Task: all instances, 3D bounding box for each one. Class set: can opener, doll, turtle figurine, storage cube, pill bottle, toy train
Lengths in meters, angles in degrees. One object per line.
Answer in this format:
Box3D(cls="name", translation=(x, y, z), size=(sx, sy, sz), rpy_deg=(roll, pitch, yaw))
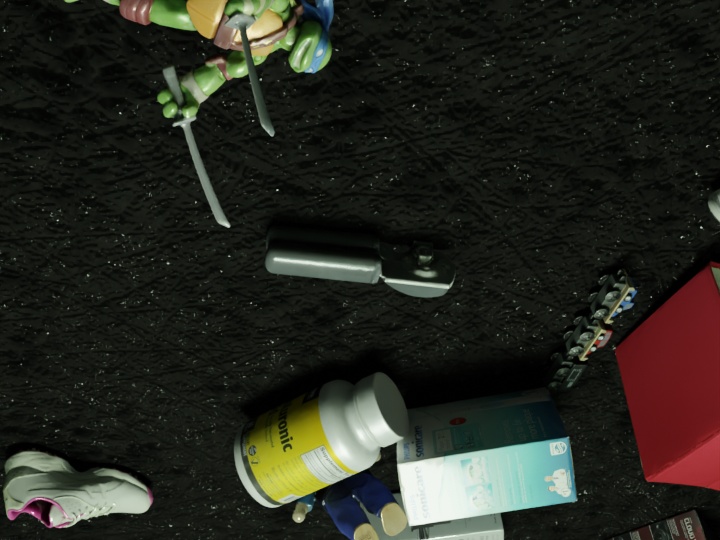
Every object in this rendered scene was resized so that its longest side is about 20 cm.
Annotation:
Box3D(cls="can opener", translation=(0.000, 0.000, 0.870), size=(0.197, 0.054, 0.067), rpy_deg=(5, 134, -9))
Box3D(cls="doll", translation=(-0.024, 0.273, 1.060), size=(0.136, 0.200, 0.049), rpy_deg=(-33, 115, -13))
Box3D(cls="turtle figurine", translation=(-0.123, -0.167, 0.606), size=(0.192, 0.144, 0.202), rpy_deg=(29, 85, -8))
Box3D(cls="storage cube", translation=(0.414, 0.126, 0.941), size=(0.169, 0.202, 0.180), rpy_deg=(12, 140, -18))
Box3D(cls="pill bottle", translation=(-0.045, 0.199, 1.025), size=(0.198, 0.112, 0.111), rpy_deg=(-27, 132, 20))
Box3D(cls="toy train", translation=(0.265, 0.073, 0.983), size=(0.045, 0.034, 0.201), rpy_deg=(4, 135, -15))

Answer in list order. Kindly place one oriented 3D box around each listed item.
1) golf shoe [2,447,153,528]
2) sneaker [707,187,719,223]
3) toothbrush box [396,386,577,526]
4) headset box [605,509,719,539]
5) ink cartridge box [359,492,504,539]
Box3D(cls="golf shoe", translation=(-0.368, 0.300, 1.111), size=(0.198, 0.092, 0.075), rpy_deg=(20, 129, -26))
Box3D(cls="sneaker", translation=(0.445, -0.072, 0.827), size=(0.197, 0.074, 0.081), rpy_deg=(3, 133, -9))
Box3D(cls="toothbrush box", translation=(0.145, 0.220, 1.027), size=(0.197, 0.147, 0.086), rpy_deg=(-11, 104, 6))
Box3D(cls="headset box", translation=(0.498, 0.471, 1.378), size=(0.198, 0.078, 0.149), rpy_deg=(-26, 132, 22))
Box3D(cls="ink cartridge box", translation=(0.106, 0.390, 1.251), size=(0.197, 0.084, 0.146), rpy_deg=(-8, 136, 3))
